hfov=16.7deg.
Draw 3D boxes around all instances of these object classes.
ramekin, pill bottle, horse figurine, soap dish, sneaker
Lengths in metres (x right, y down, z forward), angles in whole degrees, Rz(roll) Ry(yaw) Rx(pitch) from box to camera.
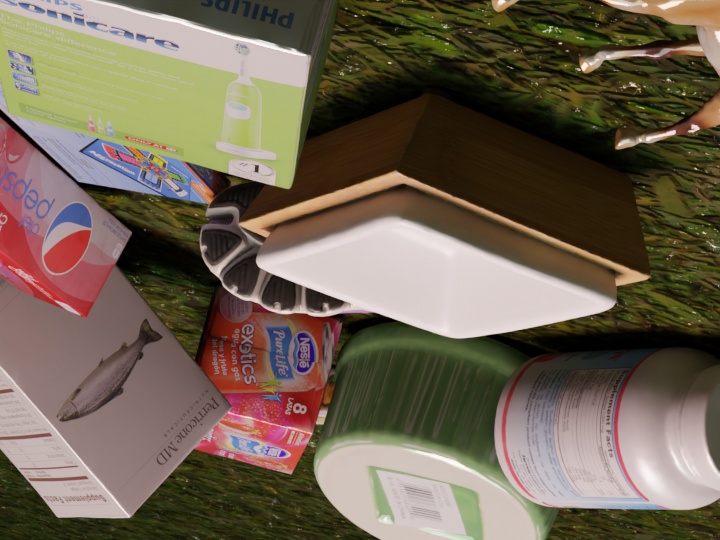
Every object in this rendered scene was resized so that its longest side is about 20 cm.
[{"bbox_3d":[0.063,0.133,1.794,0.200,0.098,0.200,16,150,10],"label":"ramekin"},{"bbox_3d":[0.190,0.106,1.648,0.109,0.109,0.200,24,163,-33],"label":"pill bottle"},{"bbox_3d":[0.138,-0.104,0.995,0.133,0.050,0.200,-8,151,27],"label":"horse figurine"},{"bbox_3d":[0.045,-0.028,1.334,0.157,0.081,0.200,21,165,-23],"label":"soap dish"},{"bbox_3d":[0.000,0.000,1.497,0.200,0.081,0.083,13,172,1],"label":"sneaker"}]

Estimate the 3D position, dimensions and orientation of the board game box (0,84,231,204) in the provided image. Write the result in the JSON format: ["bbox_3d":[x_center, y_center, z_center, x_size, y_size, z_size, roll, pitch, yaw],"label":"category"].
[{"bbox_3d":[-0.154,-0.086,1.435,0.103,0.019,0.200,11,166,18],"label":"board game box"}]

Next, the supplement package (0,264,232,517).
[{"bbox_3d":[-0.209,0.062,1.698,0.200,0.117,0.117,51,152,-17],"label":"supplement package"}]

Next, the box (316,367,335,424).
[{"bbox_3d":[0.023,0.101,1.938,0.200,0.039,0.041,-1,160,46],"label":"box"}]

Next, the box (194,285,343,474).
[{"bbox_3d":[-0.080,0.087,1.868,0.100,0.096,0.200,15,166,-3],"label":"box"}]

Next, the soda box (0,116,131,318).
[{"bbox_3d":[-0.222,-0.042,1.532,0.063,0.070,0.200,22,169,27],"label":"soda box"}]

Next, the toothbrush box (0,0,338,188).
[{"bbox_3d":[-0.086,-0.118,1.104,0.146,0.086,0.200,15,167,1],"label":"toothbrush box"}]
